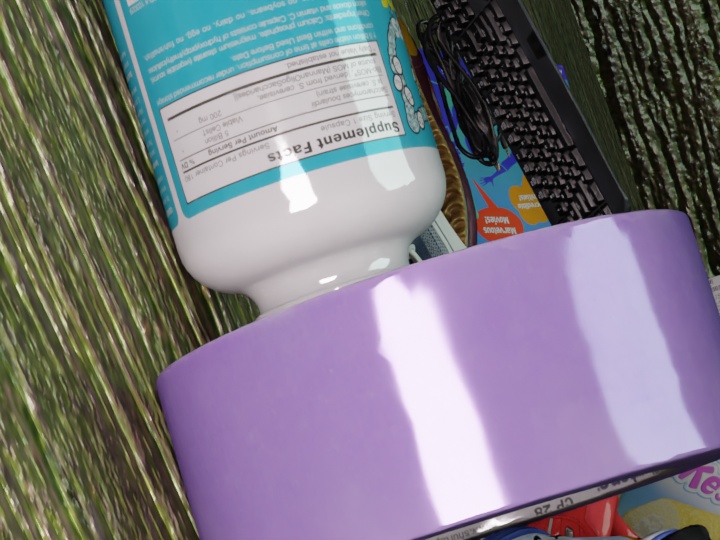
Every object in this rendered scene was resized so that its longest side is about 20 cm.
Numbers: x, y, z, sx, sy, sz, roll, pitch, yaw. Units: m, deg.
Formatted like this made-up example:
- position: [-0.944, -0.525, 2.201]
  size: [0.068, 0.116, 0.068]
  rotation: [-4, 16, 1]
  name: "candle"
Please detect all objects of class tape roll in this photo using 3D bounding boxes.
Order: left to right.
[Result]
- position: [0.034, 0.050, 0.868]
  size: [0.200, 0.199, 0.086]
  rotation: [17, 54, -77]
  name: "tape roll"

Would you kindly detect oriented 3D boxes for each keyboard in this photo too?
- position: [0.068, -0.095, 1.303]
  size: [0.201, 0.039, 0.104]
  rotation: [63, -22, 11]
  name: "keyboard"

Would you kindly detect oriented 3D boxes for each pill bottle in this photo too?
- position: [-0.033, -0.067, 0.965]
  size: [0.111, 0.110, 0.202]
  rotation: [6, 67, -78]
  name: "pill bottle"

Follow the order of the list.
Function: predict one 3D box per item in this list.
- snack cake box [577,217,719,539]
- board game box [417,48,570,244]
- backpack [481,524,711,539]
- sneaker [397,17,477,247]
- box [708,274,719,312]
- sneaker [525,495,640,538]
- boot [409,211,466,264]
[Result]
- position: [0.142, 0.087, 1.278]
  size: [0.200, 0.115, 0.067]
  rotation: [42, 23, -12]
  name: "snack cake box"
- position: [0.082, -0.028, 1.449]
  size: [0.151, 0.045, 0.202]
  rotation: [1, 67, -43]
  name: "board game box"
- position: [0.075, 0.188, 0.884]
  size: [0.200, 0.153, 0.192]
  rotation: [-42, 131, -60]
  name: "backpack"
- position: [0.024, -0.054, 1.320]
  size: [0.090, 0.074, 0.202]
  rotation: [42, 33, -67]
  name: "sneaker"
- position: [0.155, 0.106, 1.384]
  size: [0.050, 0.197, 0.201]
  rotation: [-94, 162, -47]
  name: "box"
- position: [0.128, 0.173, 1.059]
  size: [0.200, 0.085, 0.077]
  rotation: [53, 36, -20]
  name: "sneaker"
- position: [0.000, 0.000, 1.140]
  size: [0.200, 0.072, 0.091]
  rotation: [48, 43, -40]
  name: "boot"
